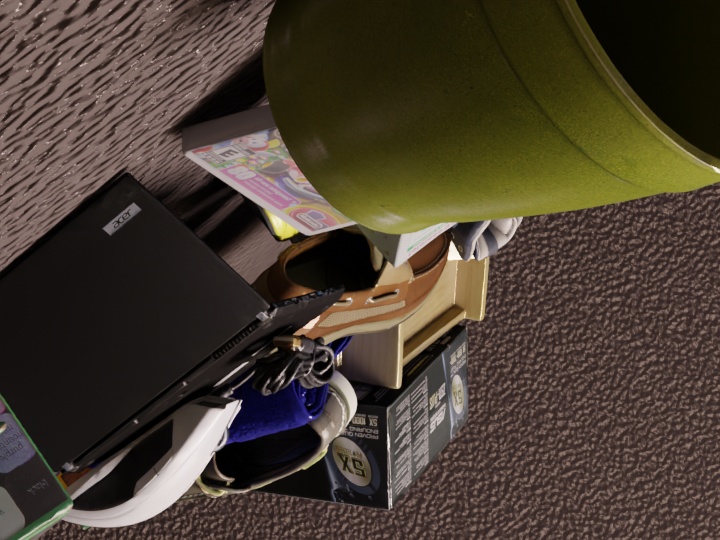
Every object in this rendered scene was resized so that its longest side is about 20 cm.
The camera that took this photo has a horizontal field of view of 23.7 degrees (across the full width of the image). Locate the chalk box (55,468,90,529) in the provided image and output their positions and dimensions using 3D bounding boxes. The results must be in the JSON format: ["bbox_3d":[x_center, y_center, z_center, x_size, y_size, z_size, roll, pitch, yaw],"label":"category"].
[{"bbox_3d":[-0.178,0.099,1.425,0.200,0.124,0.125,-39,176,37],"label":"chalk box"}]

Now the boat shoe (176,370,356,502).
[{"bbox_3d":[-0.096,0.131,1.274,0.200,0.072,0.060,-24,-163,28],"label":"boat shoe"}]

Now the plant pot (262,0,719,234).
[{"bbox_3d":[0.063,-0.105,0.732,0.192,0.202,0.200,-22,-173,42],"label":"plant pot"}]

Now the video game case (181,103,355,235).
[{"bbox_3d":[0.023,-0.068,0.931,0.198,0.018,0.143,-13,157,24],"label":"video game case"}]

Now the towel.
[{"bbox_3d":[-0.099,0.074,1.239,0.198,0.050,0.148,-21,-154,30],"label":"towel"}]

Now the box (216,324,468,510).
[{"bbox_3d":[-0.017,0.107,1.385,0.162,0.087,0.200,5,-162,20],"label":"box"}]

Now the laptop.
[{"bbox_3d":[-0.131,0.031,1.029,0.177,0.104,0.200,-37,173,18],"label":"laptop"}]

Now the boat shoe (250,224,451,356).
[{"bbox_3d":[0.000,0.000,1.178,0.199,0.076,0.074,-28,160,-46],"label":"boat shoe"}]

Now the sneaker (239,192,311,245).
[{"bbox_3d":[-0.027,-0.060,1.196,0.084,0.075,0.200,-37,177,7],"label":"sneaker"}]

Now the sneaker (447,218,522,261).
[{"bbox_3d":[0.043,-0.058,1.366,0.077,0.147,0.202,-35,178,-39],"label":"sneaker"}]

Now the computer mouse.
[{"bbox_3d":[-0.102,0.108,1.070,0.199,0.044,0.110,-36,174,5],"label":"computer mouse"}]

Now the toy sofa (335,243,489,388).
[{"bbox_3d":[0.026,0.020,1.371,0.097,0.084,0.200,9,-161,22],"label":"toy sofa"}]

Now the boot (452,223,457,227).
[{"bbox_3d":[0.068,-0.139,1.250,0.202,0.096,0.075,-66,-175,-23],"label":"boot"}]

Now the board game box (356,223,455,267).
[{"bbox_3d":[0.068,-0.111,1.091,0.147,0.064,0.201,-34,156,-25],"label":"board game box"}]

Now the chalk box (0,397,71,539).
[{"bbox_3d":[-0.245,0.117,0.886,0.124,0.125,0.200,-32,174,-39],"label":"chalk box"}]
